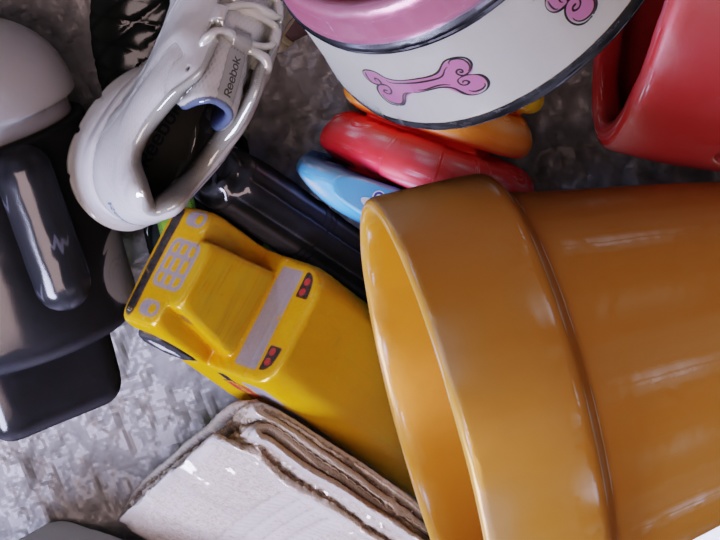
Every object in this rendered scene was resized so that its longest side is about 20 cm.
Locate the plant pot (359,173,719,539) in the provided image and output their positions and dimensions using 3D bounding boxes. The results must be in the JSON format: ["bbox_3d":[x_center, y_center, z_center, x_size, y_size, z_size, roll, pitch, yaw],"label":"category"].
[{"bbox_3d":[0.114,0.042,1.236,0.183,0.200,0.201,-15,107,-7],"label":"plant pot"}]

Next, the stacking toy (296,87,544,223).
[{"bbox_3d":[0.053,-0.111,1.345,0.116,0.110,0.201,20,95,-2],"label":"stacking toy"}]

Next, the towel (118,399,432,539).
[{"bbox_3d":[-0.037,0.129,1.394,0.132,0.200,0.035,34,64,-7],"label":"towel"}]

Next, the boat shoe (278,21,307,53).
[{"bbox_3d":[-0.068,-0.197,1.337,0.065,0.072,0.200,-26,106,6],"label":"boat shoe"}]

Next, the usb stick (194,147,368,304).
[{"bbox_3d":[0.000,0.000,1.366,0.200,0.055,0.033,34,83,-30],"label":"usb stick"}]

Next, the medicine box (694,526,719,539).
[{"bbox_3d":[0.178,0.160,1.368,0.182,0.103,0.201,24,112,32],"label":"medicine box"}]

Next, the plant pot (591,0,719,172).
[{"bbox_3d":[0.212,-0.134,1.259,0.182,0.200,0.201,10,109,-4],"label":"plant pot"}]

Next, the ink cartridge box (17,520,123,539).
[{"bbox_3d":[-0.131,0.247,1.455,0.145,0.083,0.201,13,111,31],"label":"ink cartridge box"}]

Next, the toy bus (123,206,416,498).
[{"bbox_3d":[-0.022,0.044,1.355,0.200,0.078,0.065,38,76,-46],"label":"toy bus"}]

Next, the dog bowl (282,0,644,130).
[{"bbox_3d":[0.040,-0.165,1.194,0.200,0.200,0.074,-40,136,17],"label":"dog bowl"}]

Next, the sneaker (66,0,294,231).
[{"bbox_3d":[-0.059,-0.104,1.278,0.074,0.087,0.201,23,91,-22],"label":"sneaker"}]

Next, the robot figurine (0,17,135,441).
[{"bbox_3d":[-0.181,-0.022,1.361,0.150,0.125,0.201,-8,106,23],"label":"robot figurine"}]

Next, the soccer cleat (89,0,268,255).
[{"bbox_3d":[-0.085,-0.053,1.377,0.067,0.081,0.201,-13,106,10],"label":"soccer cleat"}]
